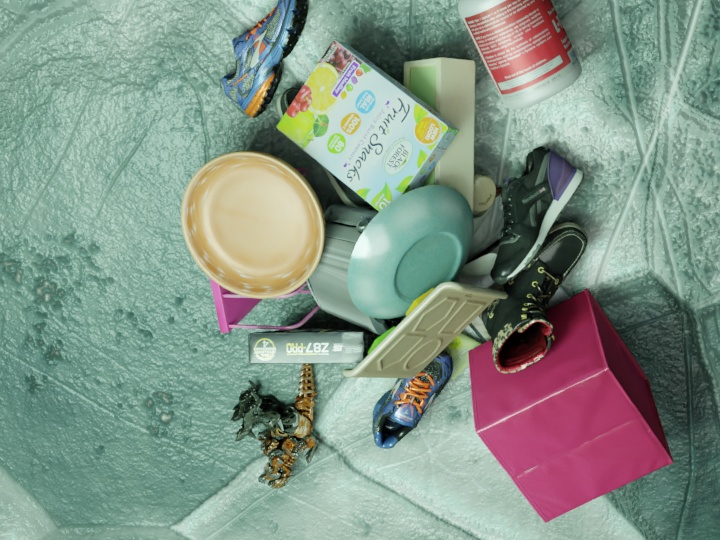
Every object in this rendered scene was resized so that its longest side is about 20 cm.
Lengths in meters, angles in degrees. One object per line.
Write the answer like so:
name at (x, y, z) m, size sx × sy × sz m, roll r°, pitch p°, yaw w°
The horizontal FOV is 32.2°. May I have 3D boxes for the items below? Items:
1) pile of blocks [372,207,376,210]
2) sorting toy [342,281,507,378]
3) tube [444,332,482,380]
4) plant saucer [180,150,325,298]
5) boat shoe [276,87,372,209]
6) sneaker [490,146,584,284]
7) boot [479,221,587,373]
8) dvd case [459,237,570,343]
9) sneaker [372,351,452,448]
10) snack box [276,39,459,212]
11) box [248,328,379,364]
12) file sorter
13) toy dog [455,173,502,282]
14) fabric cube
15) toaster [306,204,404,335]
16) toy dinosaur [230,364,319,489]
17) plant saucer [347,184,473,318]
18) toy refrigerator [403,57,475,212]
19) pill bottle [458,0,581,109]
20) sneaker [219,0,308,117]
pile of blocks at (0.044, -0.101, 1.751) m, size 0.062 × 0.082 × 0.200 m, roll -10°, pitch 130°, yaw -34°
sorting toy at (0.085, 0.077, 1.657) m, size 0.200 × 0.185 × 0.037 m, roll -41°, pitch 68°, yaw 18°
tube at (0.084, 0.080, 1.817) m, size 0.200 × 0.052 × 0.058 m, roll 37°, pitch 157°, yaw -13°
plant saucer at (-0.137, -0.062, 1.631) m, size 0.200 × 0.037 × 0.201 m, roll 7°, pitch 112°, yaw 17°
boat shoe at (-0.034, -0.175, 1.698) m, size 0.200 × 0.072 × 0.068 m, roll 51°, pitch 144°, yaw 4°
sneaker at (0.213, -0.077, 1.680) m, size 0.087 × 0.076 × 0.200 m, roll 36°, pitch 71°, yaw -9°
boot at (0.240, 0.039, 1.694) m, size 0.073 × 0.151 × 0.200 m, roll 38°, pitch 113°, yaw -19°
dvd case at (0.227, 0.056, 1.799) m, size 0.143 × 0.018 × 0.200 m, roll -37°, pitch 103°, yaw 19°
sneaker at (0.076, 0.189, 1.818) m, size 0.075 × 0.079 × 0.200 m, roll 23°, pitch 126°, yaw -5°
snack box at (0.008, -0.184, 1.616) m, size 0.200 × 0.053 × 0.142 m, roll 40°, pitch 106°, yaw 18°
box at (-0.059, 0.106, 1.767) m, size 0.161 × 0.200 × 0.049 m, roll -2°, pitch 88°, yaw 8°
file sorter at (-0.130, -0.031, 1.739) m, size 0.125 × 0.139 × 0.201 m, roll 0°, pitch 112°, yaw 22°
toy dog at (0.149, -0.050, 1.731) m, size 0.096 × 0.132 × 0.200 m, roll 0°, pitch 124°, yaw -33°
fabric cube at (0.286, 0.187, 1.731) m, size 0.199 × 0.196 × 0.200 m, roll -30°, pitch 116°, yaw 17°
toaster at (0.000, 0.000, 1.696) m, size 0.129 × 0.114 × 0.200 m, roll 19°, pitch 145°, yaw 35°
toy dinosaur at (-0.120, 0.229, 1.897) m, size 0.135 × 0.102 × 0.201 m, roll 18°, pitch 80°, yaw -15°
plant saucer at (0.076, -0.013, 1.605) m, size 0.201 × 0.039 × 0.201 m, roll -21°, pitch 133°, yaw -25°
toy refrigerator at (0.101, -0.176, 1.649) m, size 0.076 × 0.070 × 0.201 m, roll 5°, pitch 96°, yaw 51°
pill bottle at (0.195, -0.318, 1.602) m, size 0.112 × 0.112 × 0.200 m, roll -24°, pitch 107°, yaw 17°
sneaker at (-0.133, -0.305, 1.680) m, size 0.078 × 0.075 × 0.200 m, roll 27°, pitch 112°, yaw 1°
